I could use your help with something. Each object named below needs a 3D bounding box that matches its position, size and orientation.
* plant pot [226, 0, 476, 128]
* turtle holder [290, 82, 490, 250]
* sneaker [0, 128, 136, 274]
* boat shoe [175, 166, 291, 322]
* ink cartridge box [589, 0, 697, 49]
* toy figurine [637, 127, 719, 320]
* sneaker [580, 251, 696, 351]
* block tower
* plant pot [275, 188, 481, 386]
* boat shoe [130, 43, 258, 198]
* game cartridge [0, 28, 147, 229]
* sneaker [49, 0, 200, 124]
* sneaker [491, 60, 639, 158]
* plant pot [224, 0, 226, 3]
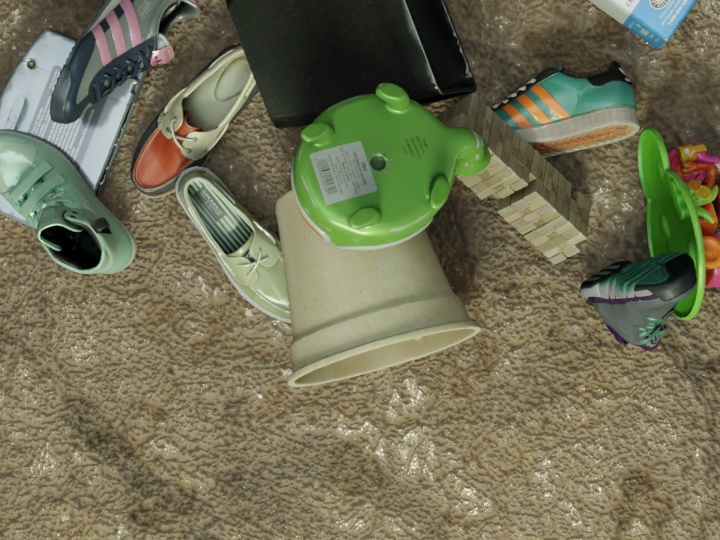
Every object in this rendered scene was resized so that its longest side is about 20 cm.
[{"bbox_3d":[-0.016,-0.238,1.675,0.177,0.199,0.201,-20,92,15],"label":"plant pot"},{"bbox_3d":[0.020,-0.097,1.570,0.141,0.132,0.186,42,72,4],"label":"turtle holder"},{"bbox_3d":[-0.316,-0.072,1.702,0.200,0.118,0.074,40,97,2],"label":"sneaker"},{"bbox_3d":[-0.121,-0.021,1.742,0.072,0.062,0.200,-42,100,5],"label":"boat shoe"},{"bbox_3d":[0.263,-0.339,1.693,0.200,0.084,0.145,35,95,2],"label":"ink cartridge box"},{"bbox_3d":[0.391,-0.062,1.697,0.183,0.150,0.201,-9,68,-8],"label":"toy figurine"},{"bbox_3d":[0.289,0.035,1.662,0.074,0.200,0.088,-30,96,-12],"label":"sneaker"},{"bbox_3d":[0.150,-0.092,1.681,0.054,0.058,0.200,-29,125,37],"label":"block tower"},{"bbox_3d":[0.000,0.000,1.694,0.199,0.200,0.184,-17,80,5],"label":"plant pot"},{"bbox_3d":[-0.168,-0.156,1.748,0.071,0.063,0.200,44,97,-1],"label":"boat shoe"},{"bbox_3d":[-0.319,-0.143,1.775,0.133,0.042,0.201,23,95,7],"label":"game cartridge"},{"bbox_3d":[-0.237,-0.221,1.713,0.082,0.070,0.201,28,71,7],"label":"sneaker"},{"bbox_3d":[0.181,-0.161,1.724,0.199,0.071,0.080,-9,73,11],"label":"sneaker"},{"bbox_3d":[-0.095,-0.401,1.671,0.176,0.200,0.201,-26,91,-4],"label":"plant pot"}]
